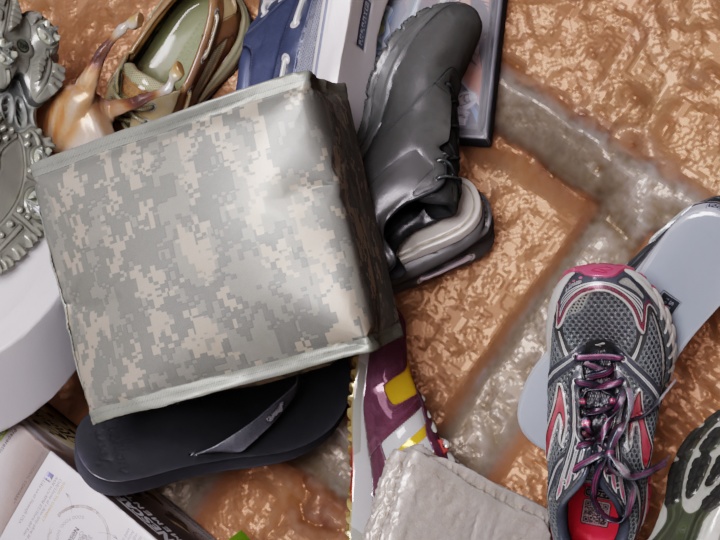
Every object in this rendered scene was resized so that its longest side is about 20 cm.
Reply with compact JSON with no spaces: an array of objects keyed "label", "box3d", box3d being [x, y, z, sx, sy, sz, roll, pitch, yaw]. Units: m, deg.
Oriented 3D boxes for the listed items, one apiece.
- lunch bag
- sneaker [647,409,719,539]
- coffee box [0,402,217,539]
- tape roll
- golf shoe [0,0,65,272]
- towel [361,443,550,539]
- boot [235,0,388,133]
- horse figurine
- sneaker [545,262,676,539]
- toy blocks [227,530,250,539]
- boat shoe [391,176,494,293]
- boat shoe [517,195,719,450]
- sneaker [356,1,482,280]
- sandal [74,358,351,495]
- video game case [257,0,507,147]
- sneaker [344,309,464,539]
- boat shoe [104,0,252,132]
[{"label":"lunch bag","box3d":[-0.091,-0.010,0.804,0.197,0.118,0.167,-14,90,12]},{"label":"sneaker","box3d":[0.233,0.166,0.840,0.088,0.077,0.202,36,78,-21]},{"label":"coffee box","box3d":[-0.197,0.161,0.901,0.199,0.113,0.080,35,89,17]},{"label":"tape roll","box3d":[-0.272,0.014,0.875,0.199,0.071,0.205,-3,49,3]},{"label":"golf shoe","box3d":[-0.247,-0.077,0.872,0.096,0.078,0.203,-22,51,34]},{"label":"towel","box3d":[0.041,0.216,0.809,0.034,0.132,0.203,-4,61,56]},{"label":"boot","box3d":[-0.032,-0.188,0.926,0.089,0.073,0.203,3,72,27]},{"label":"horse figurine","box3d":[-0.160,-0.073,0.906,0.131,0.050,0.202,-27,89,23]},{"label":"sneaker","box3d":[0.150,0.094,0.814,0.079,0.075,0.203,1,109,17]},{"label":"toy blocks","box3d":[-0.066,0.293,0.866,0.137,0.100,0.200,-43,83,15]},{"label":"boat shoe","box3d":[0.000,0.000,0.919,0.197,0.057,0.068,-21,56,12]},{"label":"boat shoe","box3d":[0.174,0.032,0.865,0.073,0.068,0.201,34,113,5]},{"label":"sneaker","box3d":[0.037,-0.080,0.877,0.090,0.076,0.202,25,83,28]},{"label":"sandal","box3d":[-0.086,0.093,0.873,0.198,0.043,0.076,-18,57,-29]},{"label":"video game case","box3d":[0.015,-0.194,0.964,0.178,0.025,0.203,5,81,13]},{"label":"sneaker","box3d":[0.036,0.123,0.883,0.089,0.075,0.204,1,86,4]},{"label":"boat shoe","box3d":[-0.153,-0.124,0.963,0.075,0.074,0.202,27,86,16]}]
